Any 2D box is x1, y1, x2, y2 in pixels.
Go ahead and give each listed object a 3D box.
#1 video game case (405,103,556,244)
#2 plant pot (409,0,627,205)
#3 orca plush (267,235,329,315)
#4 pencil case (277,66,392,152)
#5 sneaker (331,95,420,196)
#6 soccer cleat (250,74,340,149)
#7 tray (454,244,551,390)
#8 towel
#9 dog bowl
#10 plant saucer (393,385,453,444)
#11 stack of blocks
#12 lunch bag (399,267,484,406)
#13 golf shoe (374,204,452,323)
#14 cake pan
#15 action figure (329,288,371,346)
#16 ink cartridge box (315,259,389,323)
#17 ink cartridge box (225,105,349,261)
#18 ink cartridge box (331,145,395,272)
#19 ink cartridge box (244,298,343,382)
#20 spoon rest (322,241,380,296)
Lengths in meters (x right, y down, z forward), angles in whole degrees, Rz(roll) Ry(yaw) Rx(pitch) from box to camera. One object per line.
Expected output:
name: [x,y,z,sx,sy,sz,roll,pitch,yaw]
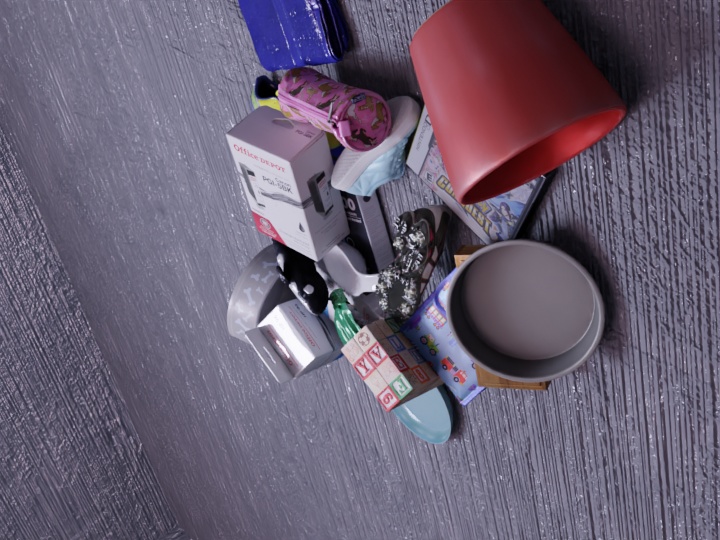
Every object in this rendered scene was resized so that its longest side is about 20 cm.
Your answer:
video game case: [0.147,-0.134,1.237,0.200,0.025,0.181,48,151,19]
plant pot: [0.151,-0.193,1.013,0.178,0.199,0.200,63,153,9]
orca plush: [-0.087,-0.016,1.585,0.105,0.071,0.200,37,-164,-31]
pencil case: [-0.040,-0.224,1.319,0.086,0.083,0.200,42,176,-37]
sneaker: [0.039,-0.172,1.352,0.200,0.081,0.075,-38,43,49]
soccer cleat: [-0.105,-0.245,1.498,0.200,0.064,0.084,33,135,37]
tray: [0.191,0.064,1.274,0.098,0.037,0.202,0,117,28]
towel: [-0.098,-0.366,1.382,0.199,0.049,0.149,8,122,54]
dog bowl: [-0.160,0.051,1.762,0.058,0.200,0.201,25,141,23]
plant saucer: [0.095,0.211,1.678,0.200,0.027,0.201,40,148,31]
stack of blocks: [0.070,0.129,1.452,0.059,0.200,0.115,-45,74,25]
lunch bag: [0.172,0.072,1.368,0.151,0.094,0.200,49,138,12]
golf shoe: [0.083,-0.007,1.372,0.077,0.088,0.201,41,136,24]
cake pan: [0.208,0.047,1.211,0.198,0.037,0.202,8,118,15]
action figure: [0.009,0.116,1.542,0.201,0.054,0.118,58,157,6]
ink cartridge box: [0.008,0.060,1.620,0.200,0.068,0.117,38,147,34]
ink cartridge box: [-0.109,-0.133,1.469,0.146,0.083,0.201,26,146,35]
ink cartridge box: [-0.040,-0.110,1.552,0.197,0.043,0.201,20,133,49]
ink cartridge box: [-0.100,0.114,1.696,0.068,0.200,0.116,-44,77,28]
spoon rest: [0.000,0.000,1.496,0.199,0.060,0.100,6,124,52]
